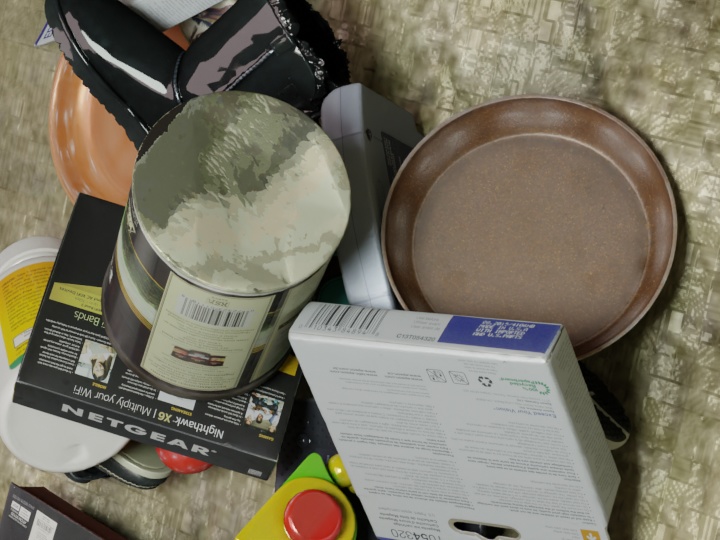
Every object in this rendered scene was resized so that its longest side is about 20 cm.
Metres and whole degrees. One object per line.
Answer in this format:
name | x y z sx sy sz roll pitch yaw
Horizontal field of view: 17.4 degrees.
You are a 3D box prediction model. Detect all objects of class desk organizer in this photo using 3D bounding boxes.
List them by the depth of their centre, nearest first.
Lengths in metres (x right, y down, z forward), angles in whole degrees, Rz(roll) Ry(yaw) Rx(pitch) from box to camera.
desk organizer | -0.198 0.238 1.870 0.200 0.077 0.072 25 103 39

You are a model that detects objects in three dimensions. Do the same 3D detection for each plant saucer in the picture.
plant saucer | 0.115 -0.022 1.594 0.200 0.035 0.201 -3 67 8
plant saucer | -0.174 -0.129 1.904 0.200 0.037 0.201 -3 86 41

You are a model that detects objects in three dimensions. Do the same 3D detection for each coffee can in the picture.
coffee can | -0.095 -0.013 1.616 0.200 0.146 0.147 117 137 -63

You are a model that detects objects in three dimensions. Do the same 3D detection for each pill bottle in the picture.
pill bottle | -0.240 0.059 1.846 0.113 0.113 0.200 -59 28 21

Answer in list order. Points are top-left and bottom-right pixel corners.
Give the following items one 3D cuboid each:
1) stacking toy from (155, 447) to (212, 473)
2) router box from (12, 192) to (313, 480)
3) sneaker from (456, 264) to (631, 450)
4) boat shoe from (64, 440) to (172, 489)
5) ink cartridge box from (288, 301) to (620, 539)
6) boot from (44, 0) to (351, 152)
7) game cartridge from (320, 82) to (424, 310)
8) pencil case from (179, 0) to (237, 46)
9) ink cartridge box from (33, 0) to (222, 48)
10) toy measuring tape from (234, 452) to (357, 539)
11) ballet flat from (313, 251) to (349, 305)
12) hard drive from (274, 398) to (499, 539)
stacking toy | -0.146 0.058 1.819 0.085 0.085 0.201 -12 83 40
router box | -0.138 0.049 1.732 0.052 0.199 0.158 117 170 -65
sneaker | 0.100 0.065 1.630 0.080 0.074 0.200 -51 57 28
boat shoe | -0.221 0.137 1.902 0.199 0.074 0.066 32 110 38
ink cartridge box | 0.070 0.110 1.574 0.196 0.200 0.043 5 45 31
boot | -0.114 -0.159 1.699 0.162 0.073 0.198 -34 94 26
game cartridge | 0.021 -0.026 1.661 0.041 0.133 0.201 -15 73 18
pencil case | -0.085 -0.116 1.787 0.078 0.089 0.201 127 133 -77
ink cartridge box | -0.143 -0.256 1.817 0.200 0.041 0.200 -19 38 38
toy measuring tape | -0.061 0.209 1.662 0.073 0.074 0.200 24 62 39
ballet flat | 0.000 0.000 1.727 0.070 0.065 0.201 -6 82 21
hard drive | 0.021 0.163 1.710 0.200 0.042 0.135 4 90 42
